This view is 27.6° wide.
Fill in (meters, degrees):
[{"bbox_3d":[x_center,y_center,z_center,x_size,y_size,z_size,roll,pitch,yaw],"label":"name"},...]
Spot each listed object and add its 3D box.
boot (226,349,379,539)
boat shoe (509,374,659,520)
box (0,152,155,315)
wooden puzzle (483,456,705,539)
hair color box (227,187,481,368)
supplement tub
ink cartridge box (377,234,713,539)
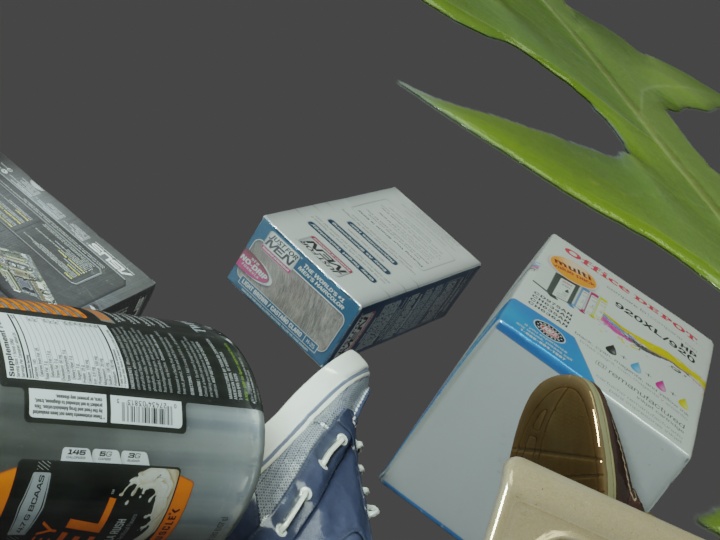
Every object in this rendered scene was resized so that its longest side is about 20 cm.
[{"bbox_3d":[-0.025,0.122,0.849,0.090,0.073,0.200,45,32,3],"label":"boot"},{"bbox_3d":[0.138,0.161,0.861,0.072,0.072,0.201,0,81,-47],"label":"boat shoe"},{"bbox_3d":[-0.238,-0.017,0.843,0.200,0.048,0.158,39,26,9],"label":"box"},{"bbox_3d":[0.123,0.223,0.777,0.185,0.046,0.201,25,67,-18],"label":"wooden puzzle"},{"bbox_3d":[0.000,0.000,1.092,0.100,0.061,0.200,42,25,17],"label":"hair color box"},{"bbox_3d":[-0.155,0.076,0.691,0.199,0.123,0.123,10,34,-41],"label":"supplement tub"},{"bbox_3d":[0.133,0.094,0.986,0.147,0.145,0.200,35,24,4],"label":"ink cartridge box"}]
